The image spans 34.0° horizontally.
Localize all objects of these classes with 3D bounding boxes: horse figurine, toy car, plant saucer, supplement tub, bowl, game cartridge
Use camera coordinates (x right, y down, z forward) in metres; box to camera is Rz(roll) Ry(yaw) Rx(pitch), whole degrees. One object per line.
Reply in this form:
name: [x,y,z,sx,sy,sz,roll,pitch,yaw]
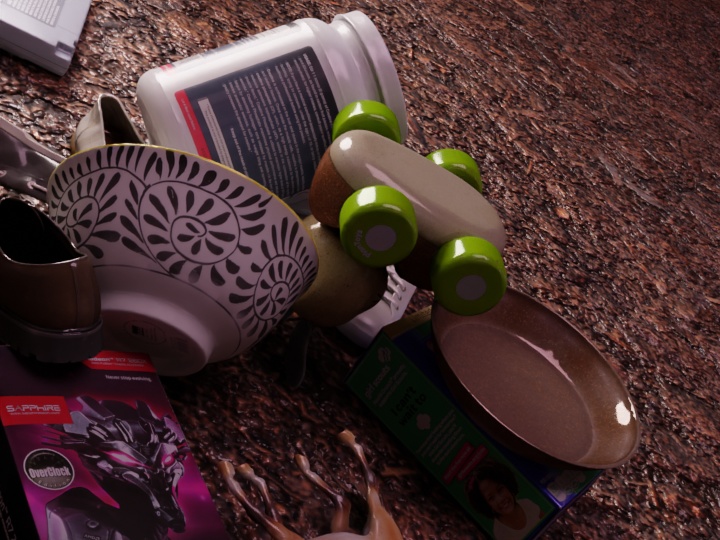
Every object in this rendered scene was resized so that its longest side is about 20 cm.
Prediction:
horse figurine: [-0.023,0.179,0.780,0.200,0.050,0.133,-2,58,-56]
toy car: [0.000,0.000,0.923,0.158,0.200,0.164,28,28,-21]
plant saucer: [0.133,0.088,0.944,0.200,0.037,0.200,26,32,-17]
supplement tub: [-0.075,-0.130,0.997,0.200,0.140,0.140,-21,52,-11]
bowl: [-0.136,0.012,0.815,0.201,0.201,0.094,26,57,-17]
game cartridge: [-0.330,-0.268,1.140,0.133,0.040,0.200,28,29,-21]

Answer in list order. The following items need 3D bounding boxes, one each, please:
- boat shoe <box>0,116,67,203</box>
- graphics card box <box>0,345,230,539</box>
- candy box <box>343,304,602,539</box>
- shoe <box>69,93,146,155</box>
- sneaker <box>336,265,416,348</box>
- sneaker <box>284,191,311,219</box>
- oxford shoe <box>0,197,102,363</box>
boat shoe: [-0.225,-0.056,0.894,0.200,0.057,0.067,30,-6,7]
graphics card box: [-0.159,0.132,0.711,0.125,0.051,0.200,8,40,-41]
candy box: [0.110,0.118,0.993,0.200,0.077,0.169,43,31,16]
shoe: [-0.196,-0.071,0.969,0.070,0.053,0.200,10,38,-38]
sneaker: [0.024,-0.007,1.080,0.073,0.085,0.200,35,30,-6]
sneaker: [-0.029,-0.058,1.113,0.200,0.075,0.115,1,44,-39]
oxford shoe: [-0.234,-0.015,0.771,0.200,0.084,0.073,21,25,34]
